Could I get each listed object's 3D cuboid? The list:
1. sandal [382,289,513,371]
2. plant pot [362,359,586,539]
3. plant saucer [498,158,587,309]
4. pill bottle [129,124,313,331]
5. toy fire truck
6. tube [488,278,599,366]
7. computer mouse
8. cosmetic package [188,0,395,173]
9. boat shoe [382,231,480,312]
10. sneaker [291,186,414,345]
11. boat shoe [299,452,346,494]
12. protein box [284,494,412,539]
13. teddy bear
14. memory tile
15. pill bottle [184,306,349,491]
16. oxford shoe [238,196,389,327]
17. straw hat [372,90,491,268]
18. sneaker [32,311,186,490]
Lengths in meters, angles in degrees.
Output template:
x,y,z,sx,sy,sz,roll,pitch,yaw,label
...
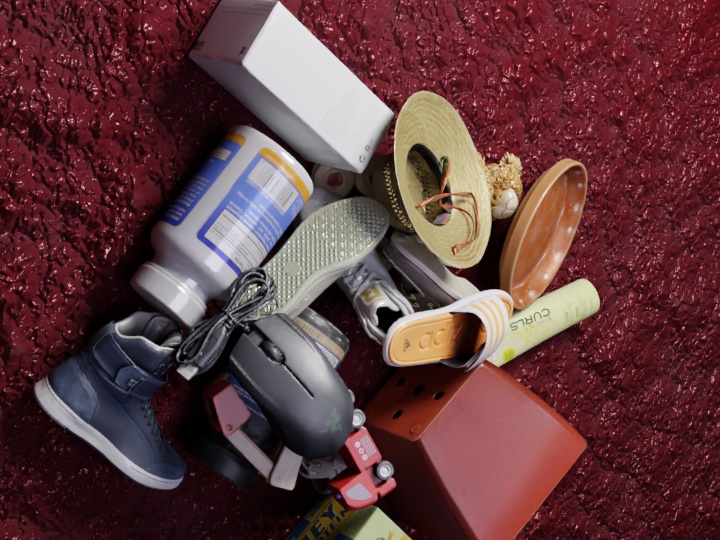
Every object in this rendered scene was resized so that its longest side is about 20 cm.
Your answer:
x,y,z,sx,sy,sz,roll,pitch,yaw,label
0.112,0.080,1.455,0.205,0.059,0.080,-14,121,-41,sandal
0.116,0.203,1.573,0.200,0.199,0.177,-47,118,-18,plant pot
0.229,-0.048,1.643,0.200,0.032,0.202,-46,149,-37,plant saucer
-0.147,-0.041,1.338,0.201,0.112,0.112,-53,128,-12,pill bottle
-0.063,0.180,1.353,0.140,0.049,0.202,-32,103,-18,toy fire truck
0.230,0.072,1.712,0.198,0.052,0.059,-23,76,-26,tube
-0.078,0.108,1.291,0.200,0.053,0.139,47,71,-13,computer mouse
-0.071,-0.194,1.356,0.200,0.112,0.082,42,75,-40,cosmetic package
0.085,0.024,1.507,0.059,0.072,0.199,-40,135,15,boat shoe
0.000,0.000,1.435,0.073,0.116,0.201,-38,118,0,sneaker
-0.042,0.211,1.482,0.069,0.071,0.201,-33,160,-12,boat shoe
0.014,0.379,1.492,0.200,0.198,0.135,44,74,-12,protein box
0.123,-0.085,1.568,0.198,0.066,0.147,13,97,-39,teddy bear
0.039,-0.066,1.497,0.197,0.017,0.156,-8,114,-18,memory tile
-0.105,0.134,1.421,0.112,0.111,0.201,41,77,-38,pill bottle
-0.051,-0.007,1.378,0.200,0.075,0.058,-42,162,-17,oxford shoe
0.060,-0.090,1.432,0.200,0.084,0.204,21,64,-50,straw hat
-0.215,0.133,1.333,0.146,0.077,0.202,-42,127,4,sneaker
